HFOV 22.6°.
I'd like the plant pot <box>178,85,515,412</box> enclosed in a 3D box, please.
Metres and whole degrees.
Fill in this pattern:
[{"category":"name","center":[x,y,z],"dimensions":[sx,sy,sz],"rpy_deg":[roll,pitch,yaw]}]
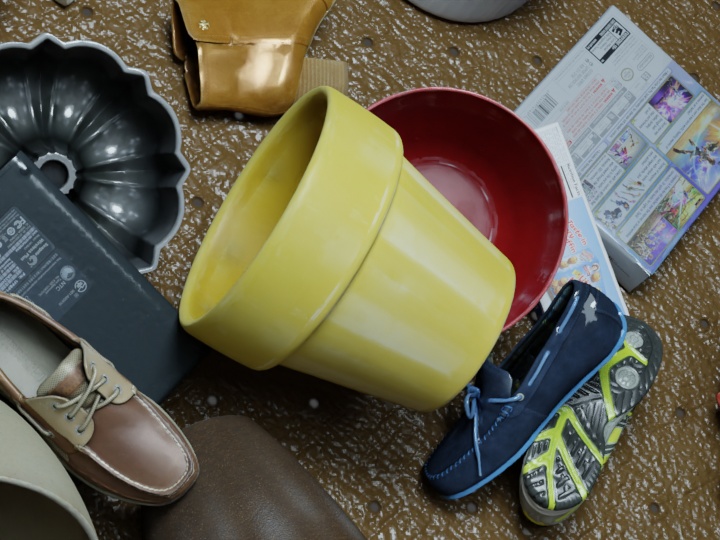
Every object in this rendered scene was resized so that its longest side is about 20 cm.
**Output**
[{"category":"plant pot","center":[0.000,0.000,1.288],"dimensions":[0.188,0.201,0.202],"rpy_deg":[30,58,-16]}]

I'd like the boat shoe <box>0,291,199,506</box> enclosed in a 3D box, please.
[{"category":"boat shoe","center":[-0.194,0.085,1.207],"dimensions":[0.199,0.072,0.076],"rpy_deg":[36,75,7]}]

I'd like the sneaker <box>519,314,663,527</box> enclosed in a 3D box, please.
[{"category":"sneaker","center":[0.176,0.117,1.442],"dimensions":[0.075,0.077,0.200],"rpy_deg":[33,59,8]}]

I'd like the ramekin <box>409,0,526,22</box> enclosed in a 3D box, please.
[{"category":"ramekin","center":[0.096,-0.319,1.605],"dimensions":[0.199,0.098,0.202],"rpy_deg":[10,62,-19]}]

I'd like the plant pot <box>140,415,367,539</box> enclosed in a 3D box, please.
[{"category":"plant pot","center":[-0.075,0.207,1.248],"dimensions":[0.186,0.187,0.201],"rpy_deg":[-12,57,-27]}]

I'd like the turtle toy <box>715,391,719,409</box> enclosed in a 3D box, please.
[{"category":"turtle toy","center":[0.356,0.110,1.506],"dimensions":[0.145,0.101,0.201],"rpy_deg":[26,59,-10]}]

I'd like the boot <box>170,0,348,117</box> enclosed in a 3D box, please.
[{"category":"boot","center":[-0.088,-0.224,1.496],"dimensions":[0.143,0.071,0.203],"rpy_deg":[2,70,-25]}]

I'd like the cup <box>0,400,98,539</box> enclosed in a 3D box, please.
[{"category":"cup","center":[-0.278,0.155,1.183],"dimensions":[0.199,0.201,0.144],"rpy_deg":[3,38,-21]}]

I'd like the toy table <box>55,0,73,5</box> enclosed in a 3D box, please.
[{"category":"toy table","center":[-0.267,-0.302,1.407],"dimensions":[0.117,0.184,0.200],"rpy_deg":[31,69,13]}]

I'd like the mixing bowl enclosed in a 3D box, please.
[{"category":"mixing bowl","center":[0.059,-0.039,1.429],"dimensions":[0.199,0.108,0.202],"rpy_deg":[0,89,-1]}]

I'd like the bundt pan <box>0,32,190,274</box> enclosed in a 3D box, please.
[{"category":"bundt pan","center":[-0.230,-0.071,1.330],"dimensions":[0.200,0.076,0.204],"rpy_deg":[-1,94,-15]}]

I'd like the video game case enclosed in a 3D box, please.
[{"category":"video game case","center":[0.230,-0.110,1.591],"dimensions":[0.181,0.045,0.200],"rpy_deg":[42,59,2]}]

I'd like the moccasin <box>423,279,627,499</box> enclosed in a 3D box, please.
[{"category":"moccasin","center":[0.114,0.086,1.392],"dimensions":[0.200,0.080,0.068],"rpy_deg":[-48,116,-1]}]

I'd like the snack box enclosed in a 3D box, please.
[{"category":"snack box","center":[0.165,-0.018,1.500],"dimensions":[0.071,0.024,0.201],"rpy_deg":[-19,86,-16]}]

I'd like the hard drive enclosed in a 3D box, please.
[{"category":"hard drive","center":[-0.222,0.035,1.283],"dimensions":[0.140,0.033,0.200],"rpy_deg":[-45,103,-9]}]
